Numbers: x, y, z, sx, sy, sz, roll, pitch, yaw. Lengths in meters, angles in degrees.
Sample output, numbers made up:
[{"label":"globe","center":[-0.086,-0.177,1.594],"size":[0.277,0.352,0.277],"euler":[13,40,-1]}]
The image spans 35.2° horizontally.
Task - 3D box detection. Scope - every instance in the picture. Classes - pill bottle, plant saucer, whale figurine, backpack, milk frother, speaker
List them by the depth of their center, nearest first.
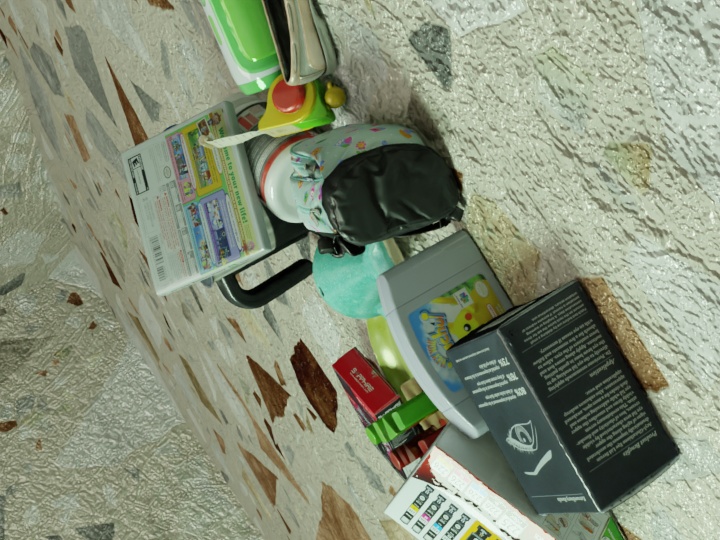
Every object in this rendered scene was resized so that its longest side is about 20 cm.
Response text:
[{"label":"backpack","center":[0.001,-0.095,1.257],"size":[0.200,0.166,0.128],"euler":[-159,59,-66]},{"label":"speaker","center":[-0.147,-0.322,1.388],"size":[0.088,0.088,0.201],"euler":[14,130,64]},{"label":"whale figurine","center":[0.000,0.000,1.410],"size":[0.160,0.103,0.200],"euler":[63,169,-4]},{"label":"pill bottle","center":[-0.118,-0.155,1.495],"size":[0.200,0.115,0.116],"euler":[41,152,44]},{"label":"plant saucer","center":[0.076,0.129,1.523],"size":[0.200,0.031,0.201],"euler":[49,157,30]},{"label":"milk frother","center":[-0.134,-0.051,1.567],"size":[0.181,0.187,0.200],"euler":[60,160,2]}]

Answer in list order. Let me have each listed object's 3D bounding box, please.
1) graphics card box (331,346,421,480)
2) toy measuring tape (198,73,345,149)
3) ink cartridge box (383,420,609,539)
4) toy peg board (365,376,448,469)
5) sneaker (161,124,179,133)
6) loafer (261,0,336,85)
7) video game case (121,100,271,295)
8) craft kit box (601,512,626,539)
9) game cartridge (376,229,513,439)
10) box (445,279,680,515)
[{"label":"graphics card box","center":[0.035,0.218,1.666],"size":[0.125,0.051,0.201],"euler":[44,165,44]},{"label":"toy measuring tape","center":[-0.109,-0.200,1.380],"size":[0.198,0.074,0.074],"euler":[-10,115,24]},{"label":"ink cartridge box","center":[0.137,0.280,1.244],"size":[0.199,0.084,0.176],"euler":[37,129,8]},{"label":"toy peg board","center":[0.099,0.225,1.376],"size":[0.200,0.097,0.200],"euler":[60,161,6]},{"label":"sneaker","center":[-0.197,-0.105,1.515],"size":[0.201,0.070,0.078],"euler":[56,174,17]},{"label":"loafer","center":[-0.091,-0.310,1.298],"size":[0.072,0.063,0.201],"euler":[9,125,65]},{"label":"video game case","center":[-0.213,-0.090,1.458],"size":[0.181,0.022,0.202],"euler":[-21,79,27]},{"label":"craft kit box","center":[0.208,0.247,1.337],"size":[0.199,0.048,0.200],"euler":[63,161,4]},{"label":"game cartridge","center":[0.107,0.070,1.213],"size":[0.201,0.133,0.040],"euler":[59,160,6]},{"label":"box","center":[0.194,0.131,1.121],"size":[0.201,0.104,0.148],"euler":[60,160,2]}]
